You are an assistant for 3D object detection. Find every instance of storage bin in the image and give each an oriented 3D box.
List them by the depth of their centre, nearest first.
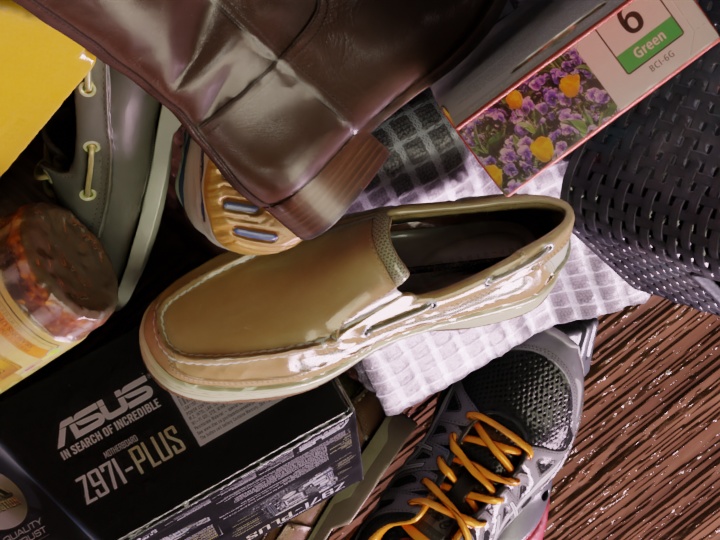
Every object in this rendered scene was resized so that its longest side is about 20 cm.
[{"bbox_3d":[0.189,-0.084,1.127,0.135,0.094,0.200,36,75,-57],"label":"storage bin"}]

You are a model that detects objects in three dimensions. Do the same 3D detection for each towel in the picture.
[{"bbox_3d":[0.049,-0.027,1.164,0.165,0.086,0.200,-31,140,-4],"label":"towel"}]

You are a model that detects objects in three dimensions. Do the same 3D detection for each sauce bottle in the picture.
[{"bbox_3d":[-0.196,0.043,1.053,0.200,0.066,0.066,-35,143,25],"label":"sauce bottle"}]

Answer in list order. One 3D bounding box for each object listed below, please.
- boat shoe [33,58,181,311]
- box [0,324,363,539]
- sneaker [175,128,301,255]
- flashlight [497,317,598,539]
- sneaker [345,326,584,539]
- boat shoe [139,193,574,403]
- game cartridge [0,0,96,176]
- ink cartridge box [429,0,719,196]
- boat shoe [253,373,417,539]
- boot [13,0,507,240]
[{"bbox_3d":[-0.110,-0.060,1.041,0.060,0.072,0.202,10,137,-9],"label":"boat shoe"},{"bbox_3d":[-0.104,0.096,1.134,0.200,0.086,0.164,-29,165,-6],"label":"box"},{"bbox_3d":[-0.037,-0.108,1.036,0.075,0.088,0.200,22,89,-25],"label":"sneaker"},{"bbox_3d":[0.083,0.098,1.327,0.068,0.068,0.200,11,128,3],"label":"flashlight"},{"bbox_3d":[0.053,0.116,1.250,0.200,0.078,0.077,-58,178,15],"label":"sneaker"},{"bbox_3d":[0.000,0.000,1.042,0.200,0.072,0.076,-19,164,-19],"label":"boat shoe"},{"bbox_3d":[-0.224,-0.070,0.937,0.200,0.033,0.176,9,141,-39],"label":"game cartridge"},{"bbox_3d":[0.087,-0.083,0.975,0.109,0.200,0.050,-36,99,5],"label":"ink cartridge box"},{"bbox_3d":[-0.054,0.142,1.244,0.200,0.068,0.072,-54,177,-10],"label":"boat shoe"},{"bbox_3d":[-0.042,-0.140,0.940,0.200,0.064,0.187,41,70,-24],"label":"boot"}]
